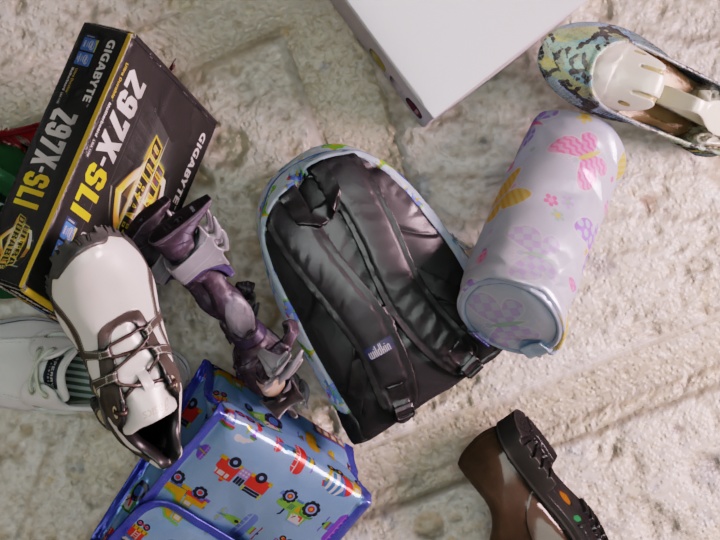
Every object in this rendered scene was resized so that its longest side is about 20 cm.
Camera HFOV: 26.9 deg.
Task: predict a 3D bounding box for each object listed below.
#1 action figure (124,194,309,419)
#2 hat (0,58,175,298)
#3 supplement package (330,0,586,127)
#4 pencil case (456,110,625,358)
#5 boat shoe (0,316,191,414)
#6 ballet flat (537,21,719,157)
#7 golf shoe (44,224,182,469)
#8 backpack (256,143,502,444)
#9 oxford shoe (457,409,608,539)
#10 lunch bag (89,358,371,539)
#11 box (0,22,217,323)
[{"bbox_3d":[-0.092,0.034,1.126,0.069,0.130,0.201,-44,120,-14],"label":"action figure"},{"bbox_3d":[-0.281,-0.094,1.191,0.198,0.166,0.178,22,50,-11],"label":"hat"},{"bbox_3d":[0.053,-0.239,1.163,0.155,0.111,0.201,-37,92,-1],"label":"supplement package"},{"bbox_3d":[0.142,-0.031,1.139,0.090,0.083,0.201,35,52,-14],"label":"pencil case"},{"bbox_3d":[-0.233,0.075,1.184,0.197,0.067,0.075,0,92,-2],"label":"boat shoe"},{"bbox_3d":[0.230,-0.139,1.158,0.198,0.074,0.075,15,91,-27],"label":"ballet flat"},{"bbox_3d":[-0.161,0.057,1.062,0.077,0.095,0.201,-29,137,-16],"label":"golf shoe"},{"bbox_3d":[0.000,0.000,1.164,0.162,0.154,0.201,-36,114,4],"label":"backpack"},{"bbox_3d":[0.148,0.215,1.210,0.084,0.073,0.201,-33,91,16],"label":"oxford shoe"},{"bbox_3d":[-0.113,0.199,1.178,0.150,0.094,0.201,32,102,-22],"label":"lunch bag"},{"bbox_3d":[-0.190,-0.058,1.116,0.049,0.160,0.202,16,77,24],"label":"box"}]
